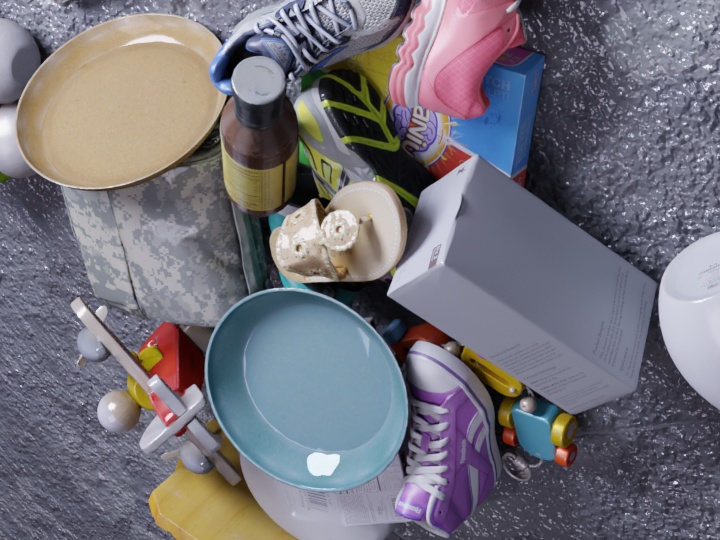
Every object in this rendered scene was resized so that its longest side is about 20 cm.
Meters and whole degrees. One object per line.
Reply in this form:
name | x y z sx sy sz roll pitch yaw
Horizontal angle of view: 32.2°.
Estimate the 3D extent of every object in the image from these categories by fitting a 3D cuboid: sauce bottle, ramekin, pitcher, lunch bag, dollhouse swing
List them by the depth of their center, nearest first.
pitcher | 0.332 0.058 0.943 0.171 0.121 0.200 -27 116 23
sauce bottle | -0.079 -0.106 0.995 0.065 0.065 0.200 35 161 7
lunch bag | -0.168 -0.049 1.171 0.167 0.139 0.201 16 128 33
ramekin | -0.028 0.196 1.286 0.200 0.098 0.201 18 130 23
dollhouse swing | -0.140 0.297 1.381 0.200 0.176 0.182 32 134 9

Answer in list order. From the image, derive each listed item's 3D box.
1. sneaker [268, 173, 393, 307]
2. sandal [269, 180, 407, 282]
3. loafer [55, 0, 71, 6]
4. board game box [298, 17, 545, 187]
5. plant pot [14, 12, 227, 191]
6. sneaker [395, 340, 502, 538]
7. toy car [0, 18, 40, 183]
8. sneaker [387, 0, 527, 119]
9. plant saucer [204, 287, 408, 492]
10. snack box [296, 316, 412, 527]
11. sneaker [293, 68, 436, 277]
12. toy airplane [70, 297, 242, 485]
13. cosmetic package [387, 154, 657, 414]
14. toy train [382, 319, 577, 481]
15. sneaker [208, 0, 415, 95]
sneaker | 0.000 0.000 1.133 0.199 0.084 0.121 24 129 24
sandal | -0.040 -0.015 1.011 0.212 0.069 0.078 -15 97 62
loafer | -0.229 -0.284 1.106 0.200 0.072 0.063 -6 138 44
board game box | 0.045 -0.132 1.038 0.199 0.040 0.153 20 131 21
plant pot | -0.207 -0.146 1.104 0.199 0.200 0.028 17 153 23
sneaker | 0.068 0.164 1.125 0.072 0.114 0.201 14 140 39
toy car | -0.412 -0.163 1.248 0.174 0.150 0.201 13 127 26
sneaker | 0.091 -0.205 0.923 0.087 0.074 0.201 23 114 7
plant saucer | -0.045 0.104 1.129 0.199 0.036 0.201 8 113 19
snack box | -0.002 0.144 1.166 0.072 0.024 0.201 -8 107 17
sneaker | 0.010 -0.068 1.037 0.076 0.075 0.201 -21 98 49
toy airplane | -0.206 0.128 1.263 0.141 0.199 0.200 -32 70 13
cosmetic package | 0.131 0.014 0.991 0.200 0.113 0.081 33 145 -16
toy train | 0.120 0.104 1.154 0.200 0.056 0.150 46 150 -10
sneaker | -0.041 -0.181 0.972 0.200 0.085 0.077 -22 108 41
